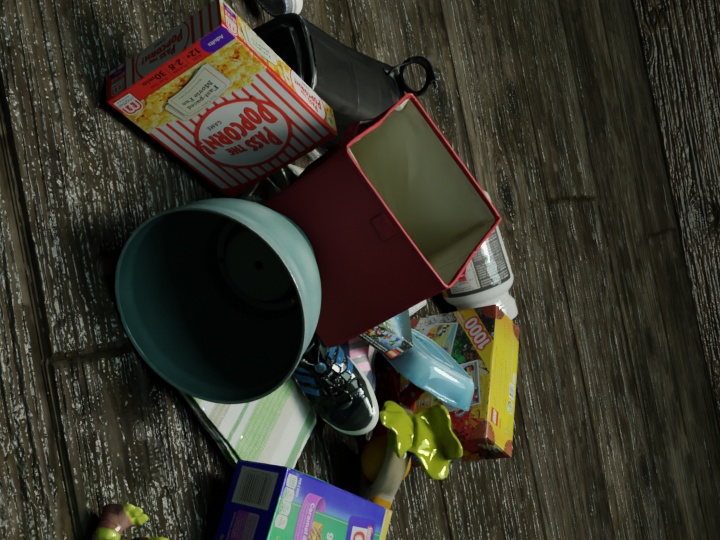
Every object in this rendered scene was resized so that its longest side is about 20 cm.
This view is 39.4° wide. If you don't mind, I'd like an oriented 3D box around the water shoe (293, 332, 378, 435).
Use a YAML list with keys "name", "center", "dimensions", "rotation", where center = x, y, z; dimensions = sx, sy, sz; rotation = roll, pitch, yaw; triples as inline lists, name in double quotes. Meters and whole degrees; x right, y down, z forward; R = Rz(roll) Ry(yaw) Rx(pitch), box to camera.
- name: "water shoe"
  center: [-0.054, 0.105, 1.149]
  dimensions: [0.200, 0.071, 0.079]
  rotation: [55, 7, 7]

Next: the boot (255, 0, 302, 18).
- name: "boot"
  center: [-0.152, -0.374, 1.208]
  dimensions: [0.200, 0.073, 0.090]
  rotation: [55, 45, -20]

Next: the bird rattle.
- name: "bird rattle"
  center: [0.033, 0.210, 1.252]
  dimensions: [0.112, 0.200, 0.163]
  rotation: [22, 93, -19]

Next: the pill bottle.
- name: "pill bottle"
  center: [0.168, -0.014, 1.546]
  dimensions: [0.116, 0.116, 0.200]
  rotation: [-33, 108, -57]

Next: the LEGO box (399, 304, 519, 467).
- name: "LEGO box"
  center: [0.133, 0.161, 1.399]
  dimensions: [0.077, 0.149, 0.200]
  rotation: [43, 45, -43]

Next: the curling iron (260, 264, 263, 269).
- name: "curling iron"
  center: [-0.080, -0.006, 1.196]
  dimensions: [0.050, 0.026, 0.200]
  rotation: [-63, 161, 0]

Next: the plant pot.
- name: "plant pot"
  center: [-0.121, 0.013, 1.001]
  dimensions: [0.134, 0.200, 0.201]
  rotation: [-46, 118, -60]

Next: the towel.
- name: "towel"
  center: [-0.126, 0.142, 1.110]
  dimensions: [0.200, 0.031, 0.149]
  rotation: [59, 34, -25]

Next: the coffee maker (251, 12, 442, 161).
- name: "coffee maker"
  center: [-0.042, -0.229, 1.210]
  dimensions: [0.200, 0.192, 0.135]
  rotation: [12, 41, -59]

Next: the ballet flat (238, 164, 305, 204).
- name: "ballet flat"
  center: [-0.093, -0.091, 1.199]
  dimensions: [0.200, 0.074, 0.074]
  rotation: [-46, 118, -56]

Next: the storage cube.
- name: "storage cube"
  center: [0.011, -0.051, 1.092]
  dimensions: [0.200, 0.180, 0.171]
  rotation: [54, 38, -9]

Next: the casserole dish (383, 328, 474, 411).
- name: "casserole dish"
  center: [0.081, 0.115, 1.298]
  dimensions: [0.121, 0.200, 0.039]
  rotation: [30, 95, -23]

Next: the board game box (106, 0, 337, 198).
- name: "board game box"
  center: [-0.142, -0.174, 1.061]
  dimensions: [0.200, 0.151, 0.046]
  rotation: [38, 31, -46]

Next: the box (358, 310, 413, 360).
- name: "box"
  center: [0.000, 0.000, 1.263]
  dimensions: [0.137, 0.038, 0.200]
  rotation: [38, 30, -32]

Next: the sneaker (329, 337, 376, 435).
- name: "sneaker"
  center: [-0.024, 0.106, 1.254]
  dimensions: [0.082, 0.070, 0.200]
  rotation: [37, 43, -31]

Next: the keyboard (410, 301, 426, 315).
- name: "keyboard"
  center: [0.046, 0.051, 1.428]
  dimensions: [0.200, 0.011, 0.056]
  rotation: [-30, 106, -57]

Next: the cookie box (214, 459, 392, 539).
- name: "cookie box"
  center: [-0.066, 0.309, 1.067]
  dimensions: [0.200, 0.075, 0.171]
  rotation: [35, 64, -48]

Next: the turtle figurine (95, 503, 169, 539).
- name: "turtle figurine"
  center: [-0.216, 0.296, 0.871]
  dimensions: [0.200, 0.064, 0.161]
  rotation: [50, 33, -25]
